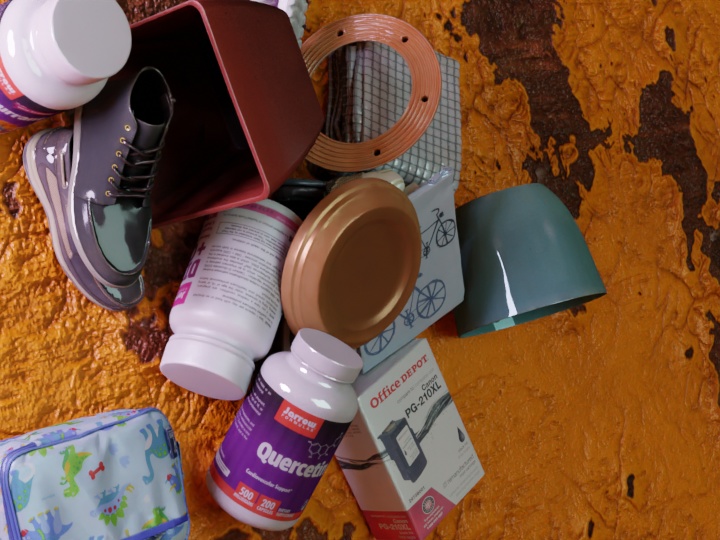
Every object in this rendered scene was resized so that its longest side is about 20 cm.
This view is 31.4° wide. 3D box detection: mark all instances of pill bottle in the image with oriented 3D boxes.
[{"bbox_3d":[-0.137,0.028,1.367,0.113,0.113,0.201,35,61,-35],"label":"pill bottle"},{"bbox_3d":[-0.076,0.166,1.351,0.112,0.112,0.201,15,109,-42],"label":"pill bottle"},{"bbox_3d":[-0.300,-0.196,1.179,0.111,0.199,0.112,8,78,-43],"label":"pill bottle"}]

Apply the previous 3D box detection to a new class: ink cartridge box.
[{"bbox_3d":[0.047,0.201,1.541,0.145,0.084,0.201,-38,110,-41],"label":"ink cartridge box"}]

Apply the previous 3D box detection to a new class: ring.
[{"bbox_3d":[-0.001,-0.206,1.493,0.019,0.199,0.202,46,50,-65],"label":"ring"}]

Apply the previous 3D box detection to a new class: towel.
[{"bbox_3d":[0.037,-0.189,1.580,0.165,0.085,0.201,15,64,-34],"label":"towel"}]

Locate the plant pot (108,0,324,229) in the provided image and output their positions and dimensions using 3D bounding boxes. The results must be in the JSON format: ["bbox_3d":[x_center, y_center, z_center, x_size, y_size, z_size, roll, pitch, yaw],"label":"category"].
[{"bbox_3d":[-0.152,-0.177,1.337,0.176,0.199,0.201,-35,109,-51],"label":"plant pot"}]

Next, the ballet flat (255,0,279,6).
[{"bbox_3d":[-0.118,-0.359,1.470,0.069,0.071,0.202,-5,88,-45],"label":"ballet flat"}]

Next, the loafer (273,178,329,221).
[{"bbox_3d":[-0.024,-0.066,1.524,0.199,0.072,0.063,10,81,-46],"label":"loafer"}]

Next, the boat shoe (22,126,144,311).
[{"bbox_3d":[-0.268,-0.049,1.278,0.074,0.073,0.201,-39,111,-40],"label":"boat shoe"}]

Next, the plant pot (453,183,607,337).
[{"bbox_3d":[0.199,-0.018,1.654,0.200,0.200,0.162,-8,78,-44],"label":"plant pot"}]

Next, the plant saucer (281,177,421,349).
[{"bbox_3d":[0.000,0.000,1.394,0.199,0.037,0.201,-23,125,-37],"label":"plant saucer"}]

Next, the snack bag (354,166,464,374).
[{"bbox_3d":[0.048,0.000,1.491,0.188,0.021,0.201,-34,132,-32],"label":"snack bag"}]

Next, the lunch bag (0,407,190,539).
[{"bbox_3d":[-0.263,0.226,1.241,0.199,0.082,0.162,-12,95,-43],"label":"lunch bag"}]

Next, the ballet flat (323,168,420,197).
[{"bbox_3d":[0.035,-0.079,1.486,0.200,0.075,0.068,28,29,-54],"label":"ballet flat"}]

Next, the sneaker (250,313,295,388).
[{"bbox_3d":[-0.070,0.064,1.467,0.090,0.067,0.202,24,68,-48],"label":"sneaker"}]

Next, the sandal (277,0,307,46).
[{"bbox_3d":[-0.104,-0.242,1.468,0.082,0.049,0.204,1,105,-78],"label":"sandal"}]

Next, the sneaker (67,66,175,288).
[{"bbox_3d":[-0.222,-0.088,1.207,0.074,0.106,0.201,-1,81,-39],"label":"sneaker"}]
